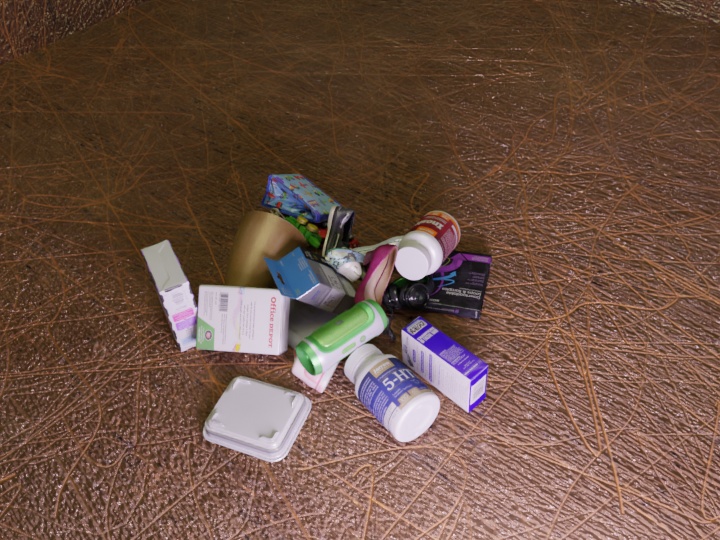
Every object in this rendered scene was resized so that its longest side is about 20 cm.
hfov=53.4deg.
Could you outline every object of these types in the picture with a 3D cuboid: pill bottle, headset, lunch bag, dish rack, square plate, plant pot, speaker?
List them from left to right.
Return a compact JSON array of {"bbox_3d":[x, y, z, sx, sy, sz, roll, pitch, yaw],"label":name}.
[{"bbox_3d":[-0.220,0.302,1.510,0.199,0.044,0.172,12,46,19],"label":"dish rack"},{"bbox_3d":[-0.251,-0.011,1.767,0.185,0.187,0.201,13,58,19],"label":"plant pot"},{"bbox_3d":[-0.143,-0.186,1.957,0.199,0.095,0.150,28,20,23],"label":"lunch bag"},{"bbox_3d":[-0.117,0.104,1.722,0.199,0.029,0.198,32,55,32],"label":"square plate"},{"bbox_3d":[-0.039,0.141,1.534,0.199,0.089,0.088,-32,49,-25],"label":"speaker"},{"bbox_3d":[0.058,0.246,1.485,0.119,0.120,0.200,-30,48,-24],"label":"pill bottle"},{"bbox_3d":[0.104,0.076,1.697,0.123,0.094,0.200,-6,26,36],"label":"headset"},{"bbox_3d":[0.160,-0.059,1.727,0.112,0.114,0.200,15,32,20],"label":"pill bottle"}]

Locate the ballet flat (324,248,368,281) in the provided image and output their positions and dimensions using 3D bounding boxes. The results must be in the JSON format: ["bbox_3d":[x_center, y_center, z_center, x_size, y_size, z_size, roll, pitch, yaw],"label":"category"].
[{"bbox_3d":[0.000,0.000,1.715,0.199,0.074,0.074,16,26,-41],"label":"ballet flat"}]

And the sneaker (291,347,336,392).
[{"bbox_3d":[-0.086,0.169,1.601,0.104,0.076,0.201,25,52,7],"label":"sneaker"}]

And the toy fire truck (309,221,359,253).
[{"bbox_3d":[-0.118,-0.067,1.889,0.199,0.049,0.141,28,52,29],"label":"toy fire truck"}]

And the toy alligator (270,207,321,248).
[{"bbox_3d":[-0.158,-0.111,1.869,0.200,0.060,0.054,37,17,35],"label":"toy alligator"}]

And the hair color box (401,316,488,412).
[{"bbox_3d":[0.178,0.199,1.532,0.065,0.110,0.200,-35,51,-29],"label":"hair color box"}]

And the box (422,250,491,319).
[{"bbox_3d":[0.239,0.029,1.761,0.142,0.036,0.201,7,46,14],"label":"box"}]

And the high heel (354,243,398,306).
[{"bbox_3d":[0.040,0.037,1.640,0.067,0.096,0.202,14,71,-36],"label":"high heel"}]

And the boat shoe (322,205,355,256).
[{"bbox_3d":[-0.053,-0.064,1.801,0.062,0.073,0.202,5,83,17],"label":"boat shoe"}]

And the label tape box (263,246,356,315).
[{"bbox_3d":[-0.111,0.018,1.661,0.199,0.063,0.144,23,24,-41],"label":"label tape box"}]

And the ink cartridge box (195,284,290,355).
[{"bbox_3d":[-0.266,0.111,1.636,0.198,0.146,0.084,3,0,8],"label":"ink cartridge box"}]

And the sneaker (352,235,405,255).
[{"bbox_3d":[0.061,-0.030,1.827,0.198,0.073,0.071,-15,52,2],"label":"sneaker"}]

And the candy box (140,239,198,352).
[{"bbox_3d":[-0.434,0.060,1.672,0.071,0.201,0.168,-22,45,-17],"label":"candy box"}]
